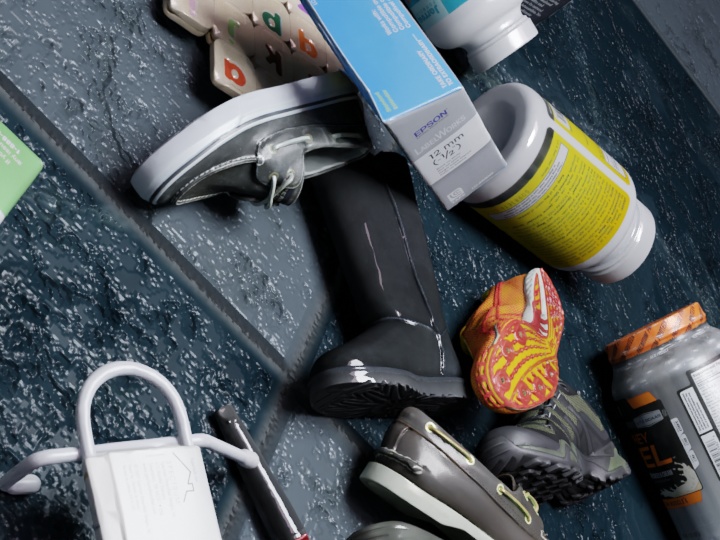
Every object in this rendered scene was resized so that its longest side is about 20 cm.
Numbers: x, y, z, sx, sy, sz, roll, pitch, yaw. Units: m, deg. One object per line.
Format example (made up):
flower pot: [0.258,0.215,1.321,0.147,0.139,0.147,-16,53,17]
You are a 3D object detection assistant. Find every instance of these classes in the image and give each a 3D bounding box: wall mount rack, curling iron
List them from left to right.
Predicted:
wall mount rack: [-0.093,0.152,0.656,0.172,0.074,0.202,1,65,-41]
curling iron: [-0.042,0.173,0.751,0.049,0.025,0.202,-6,70,-56]

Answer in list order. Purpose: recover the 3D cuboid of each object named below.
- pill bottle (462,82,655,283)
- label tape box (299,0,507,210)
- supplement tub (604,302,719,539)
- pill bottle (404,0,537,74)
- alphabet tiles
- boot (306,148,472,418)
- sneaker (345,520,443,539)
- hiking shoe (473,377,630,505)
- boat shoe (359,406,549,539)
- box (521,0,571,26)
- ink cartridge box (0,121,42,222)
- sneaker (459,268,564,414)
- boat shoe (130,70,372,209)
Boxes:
pill bottle: [0.174,-0.070,1.125,0.199,0.112,0.114,33,43,-33]
label tape box: [0.026,-0.149,0.911,0.144,0.066,0.200,58,4,27]
supplement tub: [0.307,0.139,1.135,0.122,0.122,0.202,-14,77,-54]
pill bottle: [0.083,-0.286,1.165,0.201,0.110,0.111,56,35,-6]
alphabet tiles: [-0.072,-0.180,0.970,0.199,0.015,0.197,31,37,-36]
boot: [0.000,0.000,0.893,0.164,0.065,0.203,16,56,-55]
sneaker: [0.071,0.244,0.806,0.198,0.076,0.115,27,48,-34]
hiking shoe: [0.136,0.129,0.982,0.199,0.075,0.102,18,43,-56]
boat shoe: [0.089,0.167,0.870,0.201,0.071,0.061,38,72,-27]
box: [0.173,-0.380,1.269,0.122,0.197,0.202,17,52,-44]
ink cartridge box: [-0.258,-0.023,0.568,0.146,0.084,0.201,45,37,-20]
sneaker: [0.112,0.064,0.973,0.074,0.077,0.200,61,22,-8]
boat shoe: [-0.061,-0.078,0.840,0.199,0.072,0.071,-29,85,-39]
